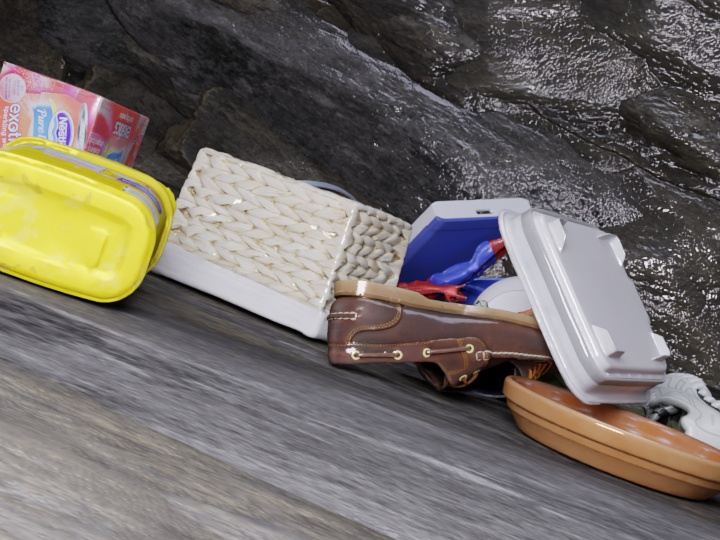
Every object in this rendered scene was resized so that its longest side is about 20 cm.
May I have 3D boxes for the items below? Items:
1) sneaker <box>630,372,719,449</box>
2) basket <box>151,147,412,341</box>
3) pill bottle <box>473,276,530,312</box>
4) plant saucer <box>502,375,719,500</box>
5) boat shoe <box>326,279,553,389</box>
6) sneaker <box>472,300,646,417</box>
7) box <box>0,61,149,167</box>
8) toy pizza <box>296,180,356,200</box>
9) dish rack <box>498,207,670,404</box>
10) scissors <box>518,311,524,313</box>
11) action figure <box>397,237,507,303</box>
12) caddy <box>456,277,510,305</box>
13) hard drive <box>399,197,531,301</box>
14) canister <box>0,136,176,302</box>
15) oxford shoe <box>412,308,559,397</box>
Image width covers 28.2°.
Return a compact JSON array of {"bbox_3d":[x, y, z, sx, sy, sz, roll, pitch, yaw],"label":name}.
[{"bbox_3d":[0.310,0.143,1.418,0.080,0.076,0.200,10,5,-15],"label":"sneaker"},{"bbox_3d":[-0.069,-0.021,1.299,0.198,0.125,0.135,20,2,29],"label":"basket"},{"bbox_3d":[0.166,0.062,1.462,0.112,0.114,0.200,20,3,10],"label":"pill bottle"},{"bbox_3d":[0.202,0.133,1.123,0.198,0.038,0.200,19,2,-1],"label":"plant saucer"},{"bbox_3d":[0.065,0.059,1.134,0.198,0.071,0.070,10,-14,-18],"label":"boat shoe"},{"bbox_3d":[0.173,0.085,1.312,0.198,0.089,0.077,21,3,7],"label":"sneaker"},{"bbox_3d":[-0.268,-0.115,1.295,0.094,0.104,0.200,20,1,3],"label":"box"},{"bbox_3d":[-0.096,-0.046,1.660,0.198,0.032,0.201,-9,-22,-4],"label":"toy pizza"},{"bbox_3d":[0.196,0.025,1.193,0.199,0.043,0.173,10,54,-61],"label":"dish rack"},{"bbox_3d":[0.217,0.113,1.345,0.201,0.073,0.014,53,19,-2],"label":"scissors"},{"bbox_3d":[0.092,0.014,1.515,0.198,0.052,0.065,-22,-9,6],"label":"action figure"},{"bbox_3d":[0.192,0.064,1.653,0.198,0.106,0.141,20,4,0],"label":"caddy"},{"bbox_3d":[0.080,-0.012,1.545,0.131,0.026,0.200,-5,-28,-35],"label":"hard drive"},{"bbox_3d":[-0.214,-0.040,1.041,0.147,0.087,0.200,19,4,-7],"label":"canister"},{"bbox_3d":[0.137,0.079,1.228,0.198,0.072,0.073,-2,39,-21],"label":"oxford shoe"}]
